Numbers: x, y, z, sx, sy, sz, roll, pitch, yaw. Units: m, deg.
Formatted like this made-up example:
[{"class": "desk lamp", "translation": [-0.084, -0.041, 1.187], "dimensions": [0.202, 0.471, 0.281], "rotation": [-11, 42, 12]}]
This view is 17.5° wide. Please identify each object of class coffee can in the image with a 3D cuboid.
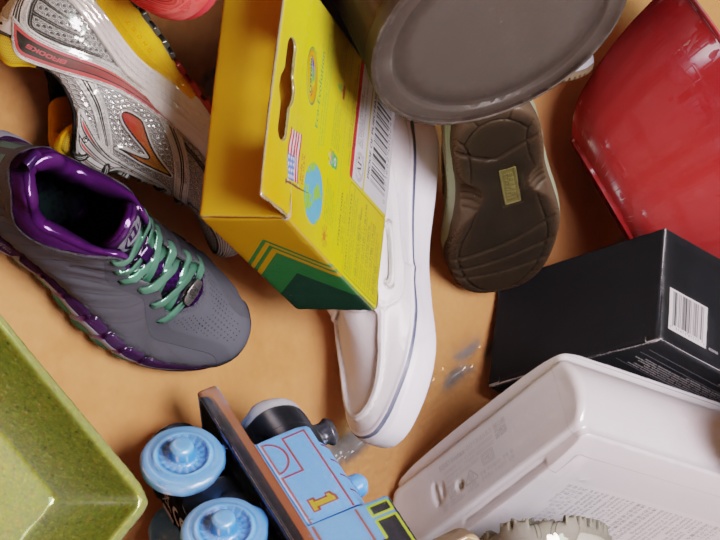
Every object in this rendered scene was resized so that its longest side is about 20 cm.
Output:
[{"class": "coffee can", "translation": [0.036, -0.200, 1.243], "dimensions": [0.146, 0.147, 0.201], "rotation": [4, 47, -39]}]

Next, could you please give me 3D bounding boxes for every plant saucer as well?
[{"class": "plant saucer", "translation": [-0.231, 0.116, 1.153], "dimensions": [0.200, 0.048, 0.200], "rotation": [-51, 118, -30]}]

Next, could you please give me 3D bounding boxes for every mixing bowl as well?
[{"class": "mixing bowl", "translation": [0.199, -0.068, 1.447], "dimensions": [0.108, 0.200, 0.201], "rotation": [-31, 112, 4]}]

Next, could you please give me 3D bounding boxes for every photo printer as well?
[{"class": "photo printer", "translation": [0.143, 0.132, 1.389], "dimensions": [0.199, 0.166, 0.070], "rotation": [18, 44, -37]}]

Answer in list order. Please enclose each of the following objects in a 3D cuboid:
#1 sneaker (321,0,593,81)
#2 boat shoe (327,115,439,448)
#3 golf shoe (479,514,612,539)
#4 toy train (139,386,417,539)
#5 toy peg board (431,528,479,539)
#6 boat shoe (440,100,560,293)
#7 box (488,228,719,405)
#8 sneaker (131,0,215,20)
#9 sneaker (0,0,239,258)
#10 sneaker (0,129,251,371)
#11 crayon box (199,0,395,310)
[{"class": "sneaker", "translation": [0.059, -0.161, 1.390], "dimensions": [0.199, 0.070, 0.109], "rotation": [-7, 94, -37]}, {"class": "boat shoe", "translation": [0.000, 0.000, 1.341], "dimensions": [0.065, 0.073, 0.201], "rotation": [12, 70, -34]}, {"class": "golf shoe", "translation": [0.110, 0.208, 1.334], "dimensions": [0.200, 0.078, 0.098], "rotation": [82, 3, -60]}, {"class": "toy train", "translation": [-0.039, 0.143, 1.224], "dimensions": [0.114, 0.200, 0.087], "rotation": [-20, 136, -18]}, {"class": "toy peg board", "translation": [-0.006, 0.268, 1.310], "dimensions": [0.198, 0.098, 0.201], "rotation": [-24, 103, -17]}, {"class": "boat shoe", "translation": [0.076, -0.064, 1.361], "dimensions": [0.071, 0.200, 0.077], "rotation": [-12, 58, -7]}, {"class": "box", "translation": [0.199, 0.058, 1.443], "dimensions": [0.199, 0.141, 0.079], "rotation": [26, 57, -36]}, {"class": "sneaker", "translation": [-0.079, -0.191, 1.227], "dimensions": [0.115, 0.078, 0.201], "rotation": [29, 34, -42]}, {"class": "sneaker", "translation": [-0.125, -0.080, 1.245], "dimensions": [0.082, 0.078, 0.200], "rotation": [-40, 119, -5]}, {"class": "sneaker", "translation": [-0.123, -0.002, 1.219], "dimensions": [0.200, 0.087, 0.075], "rotation": [34, 74, -32]}, {"class": "crayon box", "translation": [-0.034, -0.066, 1.225], "dimensions": [0.200, 0.050, 0.128], "rotation": [49, 44, -66]}]
